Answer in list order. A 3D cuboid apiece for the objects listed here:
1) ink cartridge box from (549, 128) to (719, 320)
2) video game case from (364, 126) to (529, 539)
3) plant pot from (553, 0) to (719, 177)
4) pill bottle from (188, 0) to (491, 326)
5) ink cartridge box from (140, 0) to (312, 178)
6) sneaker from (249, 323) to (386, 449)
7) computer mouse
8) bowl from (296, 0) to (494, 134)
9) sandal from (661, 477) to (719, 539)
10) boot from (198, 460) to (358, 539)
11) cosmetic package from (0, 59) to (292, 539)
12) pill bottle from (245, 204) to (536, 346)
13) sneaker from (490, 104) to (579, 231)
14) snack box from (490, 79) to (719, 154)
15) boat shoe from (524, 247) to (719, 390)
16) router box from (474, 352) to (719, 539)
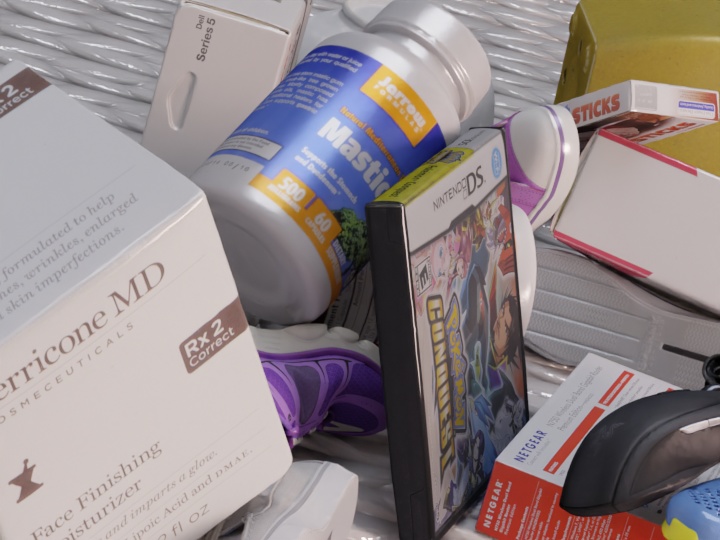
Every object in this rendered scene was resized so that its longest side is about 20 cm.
[{"bbox_3d":[0.229,-0.019,1.897,0.146,0.083,0.200,24,0,20],"label":"ink cartridge box"},{"bbox_3d":[0.054,0.034,1.607,0.025,0.201,0.181,0,16,22],"label":"video game case"},{"bbox_3d":[0.251,-0.121,2.108,0.199,0.196,0.194,10,23,-7],"label":"plant pot"},{"bbox_3d":[-0.010,-0.071,1.656,0.112,0.112,0.200,27,58,26],"label":"pill bottle"},{"bbox_3d":[-0.093,-0.145,1.999,0.084,0.146,0.200,17,23,0],"label":"ink cartridge box"},{"bbox_3d":[-0.052,0.080,1.602,0.200,0.081,0.084,10,52,-46],"label":"sneaker"},{"bbox_3d":[0.174,0.082,1.589,0.200,0.046,0.140,-23,10,-28],"label":"computer mouse"},{"bbox_3d":[0.023,-0.157,2.177,0.200,0.091,0.201,13,23,-6],"label":"bowl"},{"bbox_3d":[0.246,0.118,1.547,0.200,0.087,0.079,-10,35,-43],"label":"sandal"},{"bbox_3d":[-0.067,0.144,1.453,0.095,0.074,0.200,12,13,9],"label":"boot"},{"bbox_3d":[-0.162,0.041,1.374,0.165,0.200,0.165,-38,48,-21],"label":"cosmetic package"},{"bbox_3d":[0.000,0.000,1.758,0.199,0.114,0.114,8,23,-17],"label":"pill bottle"},{"bbox_3d":[0.051,-0.047,1.838,0.114,0.200,0.073,1,63,-40],"label":"sneaker"},{"bbox_3d":[0.156,-0.097,1.892,0.072,0.024,0.200,4,-9,-28],"label":"snack box"},{"bbox_3d":[0.175,0.041,1.858,0.200,0.072,0.062,23,-1,8],"label":"boat shoe"},{"bbox_3d":[0.185,0.131,1.655,0.179,0.049,0.200,21,23,15],"label":"router box"}]
